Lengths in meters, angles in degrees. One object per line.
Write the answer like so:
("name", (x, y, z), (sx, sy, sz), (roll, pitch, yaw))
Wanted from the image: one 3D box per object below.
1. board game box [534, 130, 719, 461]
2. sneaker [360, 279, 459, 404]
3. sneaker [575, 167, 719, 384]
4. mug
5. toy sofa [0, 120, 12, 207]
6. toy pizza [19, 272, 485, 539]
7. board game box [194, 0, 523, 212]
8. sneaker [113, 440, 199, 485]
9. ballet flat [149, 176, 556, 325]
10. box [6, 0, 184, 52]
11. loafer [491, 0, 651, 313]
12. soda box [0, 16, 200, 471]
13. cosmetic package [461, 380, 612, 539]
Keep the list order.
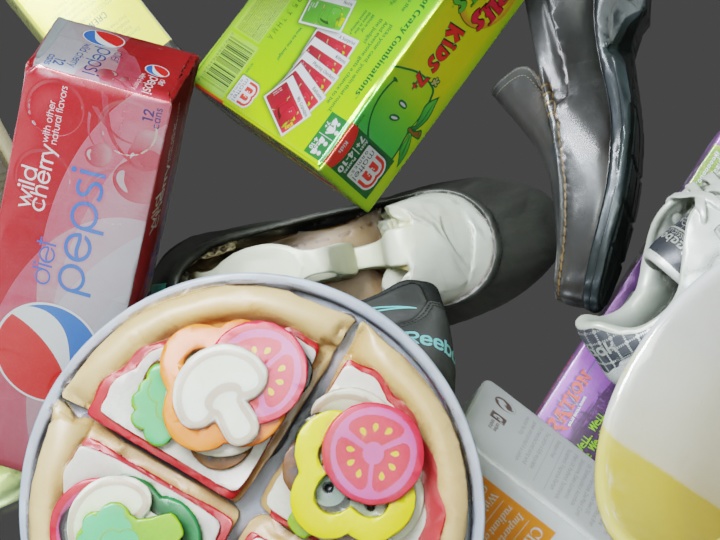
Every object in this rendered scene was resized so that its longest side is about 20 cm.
("board game box", (0.166, 0.048, 1.182), (0.120, 0.032, 0.201), (34, 88, -1))
("sneaker", (-0.033, 0.066, 1.140), (0.199, 0.075, 0.080), (-21, 50, 34))
("sneaker", (0.184, -0.022, 1.128), (0.080, 0.076, 0.200), (39, 86, -12))
("mug", (0.192, 0.100, 1.065), (0.153, 0.150, 0.187), (33, 112, -27))
("toy sofa", (-0.256, -0.022, 1.170), (0.199, 0.098, 0.083), (-32, 63, -1))
("toy pizza", (-0.047, 0.101, 1.044), (0.199, 0.032, 0.202), (0, 90, 6))
("board game box", (0.020, -0.138, 1.158), (0.101, 0.048, 0.200), (35, 88, 39))
("sneaker", (-0.053, 0.145, 1.127), (0.071, 0.080, 0.200), (-36, 111, 3))
("ballet flat", (0.000, 0.000, 1.165), (0.199, 0.068, 0.068), (-12, 87, -1))
("box", (-0.158, -0.157, 1.172), (0.050, 0.075, 0.200), (-39, 86, -3))
("loafer", (0.098, -0.080, 1.173), (0.072, 0.073, 0.201), (3, 78, 9))
("soda box", (-0.128, -0.006, 1.127), (0.070, 0.063, 0.201), (15, 116, 2))
("cosmetic package", (0.101, 0.156, 1.138), (0.200, 0.071, 0.102), (37, 113, 1))
